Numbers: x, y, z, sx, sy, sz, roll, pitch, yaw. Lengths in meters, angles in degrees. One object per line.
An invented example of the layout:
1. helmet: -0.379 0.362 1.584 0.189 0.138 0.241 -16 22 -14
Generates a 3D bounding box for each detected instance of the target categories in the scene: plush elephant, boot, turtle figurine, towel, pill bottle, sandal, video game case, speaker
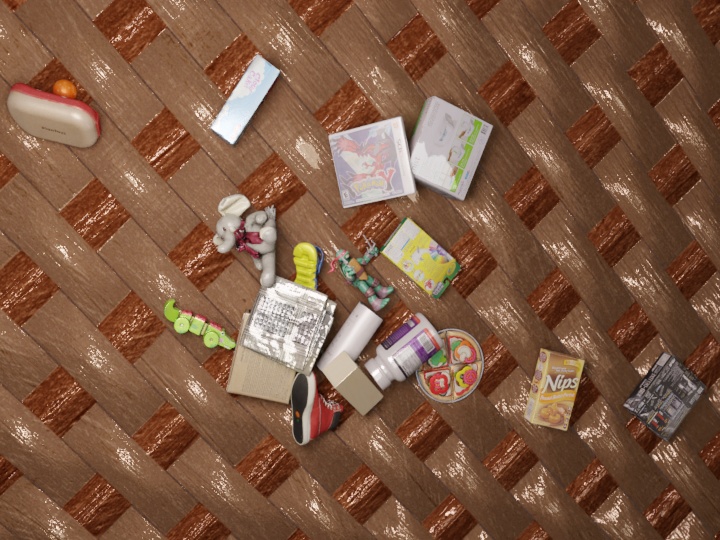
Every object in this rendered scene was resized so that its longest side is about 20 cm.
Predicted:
1. plush elephant: -0.276 -0.085 1.443 0.150 0.203 0.167 1 135 -10
2. boot: -0.102 0.327 1.547 0.142 0.072 0.205 -15 119 -40
3. turtle figurine: 0.000 0.000 1.545 0.201 0.100 0.150 50 46 -13
4. towel: -0.172 0.128 1.466 0.196 0.035 0.197 22 82 0
5. pill bottle: 0.110 0.214 1.578 0.199 0.111 0.112 -38 101 -4
6. sandal: -0.131 0.019 1.530 0.078 0.087 0.205 18 113 11
7. video game case: 0.028 -0.264 1.506 0.195 0.023 0.187 -9 99 23
8. speaker: -0.029 0.184 1.565 0.081 0.081 0.202 35 89 -12

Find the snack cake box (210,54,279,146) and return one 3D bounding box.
1. snack cake box: -0.272 -0.395 1.437 0.066 0.115 0.202 33 89 -12

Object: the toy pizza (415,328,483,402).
1. toy pizza: 0.245 0.260 1.649 0.194 0.032 0.206 -1 97 -10

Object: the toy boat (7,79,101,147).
1. toy boat: -0.682 -0.372 1.376 0.195 0.131 0.134 13 64 -12

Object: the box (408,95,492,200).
1. box: 0.212 -0.306 1.547 0.173 0.097 0.204 21 93 -11

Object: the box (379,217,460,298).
1. box: 0.159 -0.030 1.594 0.199 0.048 0.118 40 88 -10

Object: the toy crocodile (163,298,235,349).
1. toy crocodile: -0.394 0.136 1.498 0.197 0.067 0.063 28 90 -12

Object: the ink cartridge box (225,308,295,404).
1. ink cartridge box: -0.236 0.215 1.533 0.161 0.075 0.205 14 94 -10

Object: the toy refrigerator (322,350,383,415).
1. toy refrigerator: -0.018 0.283 1.531 0.076 0.070 0.201 -41 142 -5

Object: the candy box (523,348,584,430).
1. candy box: 0.539 0.331 1.700 0.113 0.055 0.205 13 94 -12

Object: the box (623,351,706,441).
1. box: 0.885 0.365 1.771 0.157 0.050 0.202 38 89 -12
